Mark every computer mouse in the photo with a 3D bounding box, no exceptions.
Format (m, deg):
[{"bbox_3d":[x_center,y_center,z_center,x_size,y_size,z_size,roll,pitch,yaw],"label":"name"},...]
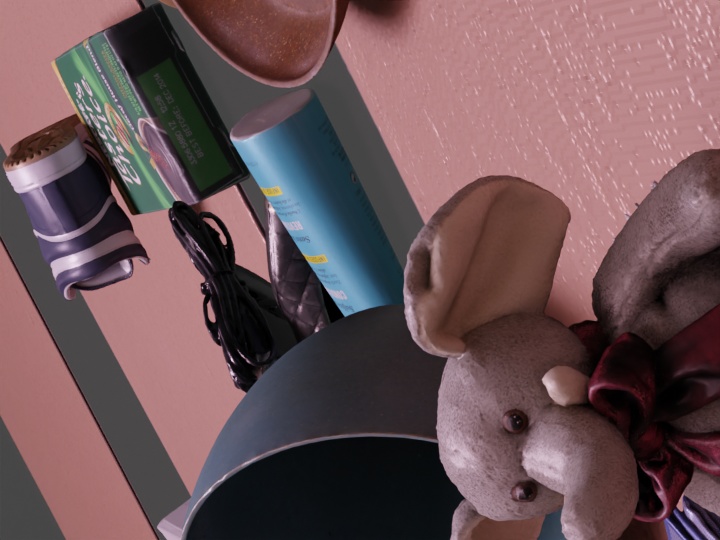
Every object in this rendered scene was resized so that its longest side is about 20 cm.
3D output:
[{"bbox_3d":[-0.047,0.049,1.540,0.200,0.053,0.139,63,-178,-55],"label":"computer mouse"}]

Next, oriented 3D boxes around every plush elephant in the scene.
[{"bbox_3d":[0.096,0.043,0.898,0.200,0.155,0.165,35,150,58],"label":"plush elephant"}]

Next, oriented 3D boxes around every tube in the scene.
[{"bbox_3d":[0.000,0.000,1.366,0.200,0.050,0.077,60,173,-18],"label":"tube"}]

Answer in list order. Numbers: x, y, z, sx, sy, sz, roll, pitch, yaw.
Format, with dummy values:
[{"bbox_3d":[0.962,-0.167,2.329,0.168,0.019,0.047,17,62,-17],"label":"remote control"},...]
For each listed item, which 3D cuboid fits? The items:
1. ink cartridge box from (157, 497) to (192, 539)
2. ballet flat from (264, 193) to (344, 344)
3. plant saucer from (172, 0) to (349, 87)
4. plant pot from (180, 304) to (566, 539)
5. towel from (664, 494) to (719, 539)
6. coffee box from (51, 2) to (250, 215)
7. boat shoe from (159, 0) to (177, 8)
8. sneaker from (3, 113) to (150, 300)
[{"bbox_3d":[-0.012,0.219,1.544,0.200,0.084,0.176,57,164,-16],"label":"ink cartridge box"},{"bbox_3d":[-0.015,0.018,1.457,0.067,0.057,0.200,-77,-26,-58],"label":"ballet flat"},{"bbox_3d":[-0.058,-0.183,1.187,0.200,0.037,0.201,45,151,34],"label":"plant saucer"},{"bbox_3d":[0.018,0.096,1.251,0.135,0.199,0.200,-85,-14,-45],"label":"plant pot"},{"bbox_3d":[0.199,0.196,1.096,0.200,0.024,0.147,49,163,45],"label":"towel"},{"bbox_3d":[-0.136,-0.097,1.624,0.123,0.044,0.200,62,166,-8],"label":"coffee box"},{"bbox_3d":[-0.118,-0.231,1.306,0.065,0.072,0.200,-38,78,35],"label":"boat shoe"},{"bbox_3d":[-0.190,-0.047,1.761,0.109,0.070,0.200,64,-174,-10],"label":"sneaker"}]
